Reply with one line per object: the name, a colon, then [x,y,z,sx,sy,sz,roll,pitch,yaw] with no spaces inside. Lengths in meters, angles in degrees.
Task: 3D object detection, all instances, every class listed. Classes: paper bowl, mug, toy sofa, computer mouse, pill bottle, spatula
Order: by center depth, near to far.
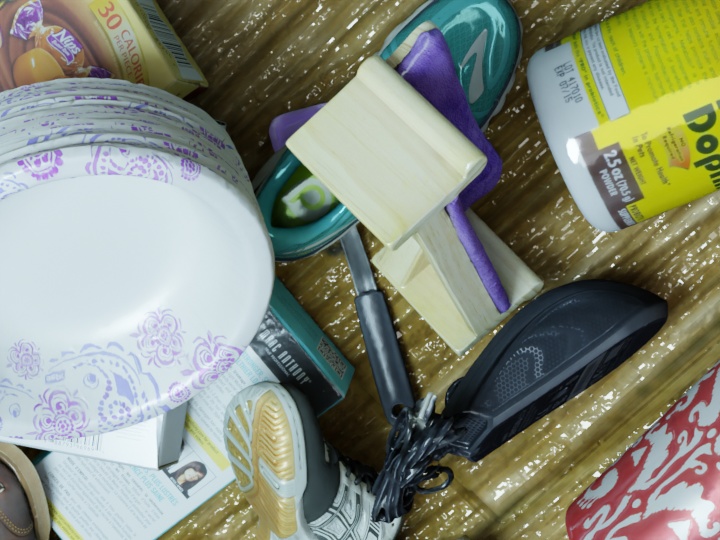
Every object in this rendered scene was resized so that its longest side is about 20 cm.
paper bowl: [-0.152,-0.015,1.001,0.201,0.104,0.201,-11,137,-11]
toy sofa: [0.045,-0.038,1.014,0.098,0.200,0.083,-42,67,-3]
pill bottle: [0.198,-0.104,1.027,0.200,0.109,0.109,-23,102,14]
mug: [0.230,0.127,1.068,0.200,0.133,0.178,-44,53,21]
computer mouse: [0.083,0.057,1.075,0.200,0.139,0.053,-31,73,-21]
spatula: [0.000,0.000,1.130,0.057,0.021,0.200,-16,105,6]

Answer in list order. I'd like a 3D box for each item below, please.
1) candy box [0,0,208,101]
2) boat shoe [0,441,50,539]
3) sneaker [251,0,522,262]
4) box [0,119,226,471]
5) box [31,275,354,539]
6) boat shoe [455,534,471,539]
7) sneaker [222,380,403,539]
candy box: [-0.187,-0.152,1.065,0.117,0.056,0.200,-34,84,13]
boat shoe: [-0.217,0.195,1.165,0.070,0.070,0.200,10,129,33]
sneaker: [0.014,-0.077,1.067,0.078,0.080,0.200,44,93,0]
box: [-0.169,0.002,1.111,0.156,0.041,0.200,8,94,13]
box: [-0.106,0.094,1.157,0.200,0.049,0.082,-37,98,16]
boat shoe: [0.009,0.243,1.159,0.200,0.075,0.068,-43,77,26]
sneaker: [-0.021,0.126,1.118,0.088,0.076,0.200,-25,137,-16]
